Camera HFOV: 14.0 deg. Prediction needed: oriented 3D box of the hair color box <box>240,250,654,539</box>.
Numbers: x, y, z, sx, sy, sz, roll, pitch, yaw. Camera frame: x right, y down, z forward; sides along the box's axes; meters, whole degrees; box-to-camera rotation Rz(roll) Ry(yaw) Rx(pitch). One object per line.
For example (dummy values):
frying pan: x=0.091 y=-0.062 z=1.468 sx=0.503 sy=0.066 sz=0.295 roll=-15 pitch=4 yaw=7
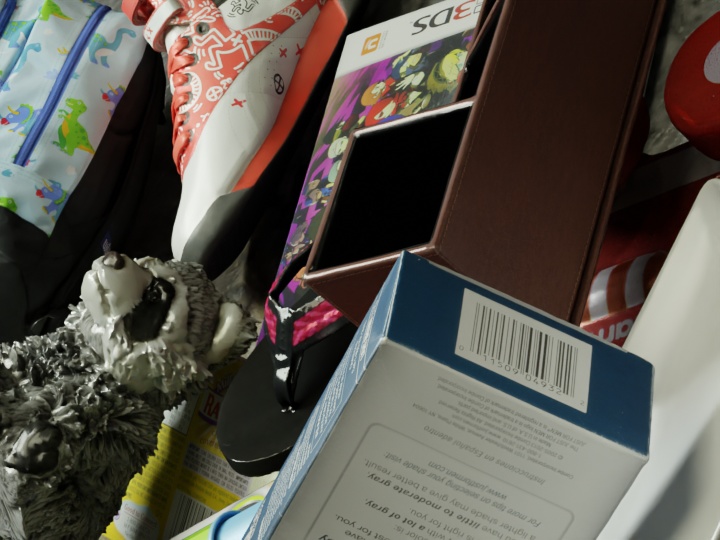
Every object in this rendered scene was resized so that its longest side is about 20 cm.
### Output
hair color box: x=0.014 y=0.100 z=1.024 sx=0.061 sy=0.100 sz=0.200 roll=-76 pitch=13 yaw=-58

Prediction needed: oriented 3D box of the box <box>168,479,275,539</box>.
box: x=-0.051 y=0.152 z=1.200 sx=0.200 sy=0.035 sz=0.110 roll=-32 pitch=41 yaw=35

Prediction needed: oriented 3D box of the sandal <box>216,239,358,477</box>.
sandal: x=0.000 y=0.000 z=1.241 sx=0.200 sy=0.045 sz=0.075 roll=-51 pitch=39 yaw=-13

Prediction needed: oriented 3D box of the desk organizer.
desk organizer: x=0.051 y=-0.062 z=1.096 sx=0.072 sy=0.077 sz=0.200 roll=-13 pitch=48 yaw=42

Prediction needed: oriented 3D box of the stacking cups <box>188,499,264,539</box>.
stacking cups: x=-0.023 y=0.111 z=1.120 sx=0.200 sy=0.060 sz=0.061 roll=-29 pitch=39 yaw=27

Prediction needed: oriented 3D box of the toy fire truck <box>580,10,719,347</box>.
toy fire truck: x=0.134 y=0.002 z=1.114 sx=0.200 sy=0.112 sz=0.168 roll=-19 pitch=45 yaw=35

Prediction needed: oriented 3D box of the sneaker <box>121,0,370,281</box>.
sneaker: x=-0.077 y=-0.093 z=1.432 sx=0.067 sy=0.108 sz=0.202 roll=107 pitch=-172 yaw=-64

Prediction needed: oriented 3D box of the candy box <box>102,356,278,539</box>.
candy box: x=-0.084 y=0.081 z=1.334 sx=0.200 sy=0.026 sz=0.102 roll=23 pitch=95 yaw=54

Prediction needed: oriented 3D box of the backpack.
backpack: x=-0.166 y=-0.051 z=1.471 sx=0.153 sy=0.163 sz=0.200 roll=28 pitch=60 yaw=13

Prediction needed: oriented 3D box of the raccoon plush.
raccoon plush: x=-0.115 y=0.078 z=1.315 sx=0.134 sy=0.200 sz=0.097 roll=-24 pitch=54 yaw=-25

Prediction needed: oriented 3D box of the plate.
plate: x=0.107 y=0.073 z=0.973 sx=0.200 sy=0.032 sz=0.200 roll=-65 pitch=10 yaw=3

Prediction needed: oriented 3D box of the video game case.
video game case: x=0.045 y=-0.044 z=1.325 sx=0.181 sy=0.036 sz=0.200 roll=-16 pitch=47 yaw=41
